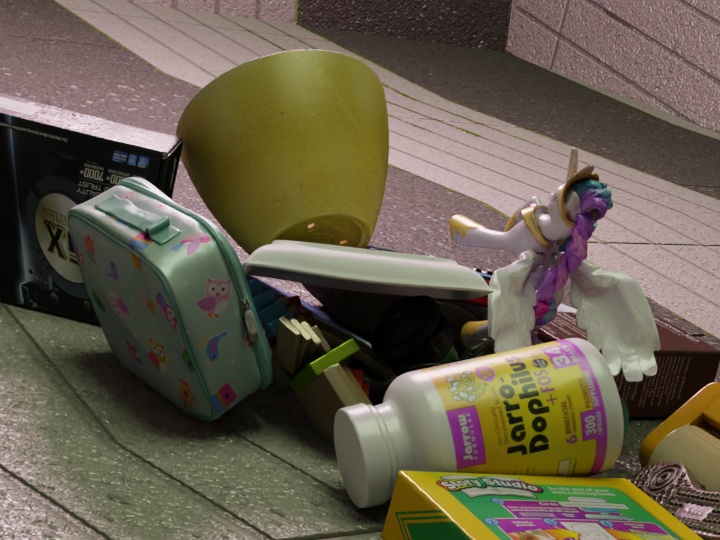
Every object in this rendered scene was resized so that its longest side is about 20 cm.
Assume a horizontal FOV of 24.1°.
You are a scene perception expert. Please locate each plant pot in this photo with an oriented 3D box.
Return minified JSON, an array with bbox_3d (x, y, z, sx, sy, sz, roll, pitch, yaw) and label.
[{"bbox_3d":[-0.056,-0.080,1.520,0.198,0.200,0.143,4,53,-32],"label":"plant pot"}]

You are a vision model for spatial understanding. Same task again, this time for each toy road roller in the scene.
[{"bbox_3d":[0.339,0.165,1.377,0.199,0.147,0.123,-34,35,-17],"label":"toy road roller"}]

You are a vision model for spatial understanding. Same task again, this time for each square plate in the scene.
[{"bbox_3d":[0.000,0.000,1.397,0.198,0.029,0.198,6,-3,-5],"label":"square plate"}]

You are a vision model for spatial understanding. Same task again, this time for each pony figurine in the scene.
[{"bbox_3d":[0.154,0.010,1.454,0.165,0.195,0.200,1,-14,-26],"label":"pony figurine"}]

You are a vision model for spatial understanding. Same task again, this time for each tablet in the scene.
[{"bbox_3d":[-0.065,0.031,1.528,0.199,0.014,0.130,28,1,-34],"label":"tablet"}]

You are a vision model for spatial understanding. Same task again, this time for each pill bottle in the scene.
[{"bbox_3d":[0.085,0.118,1.239,0.198,0.105,0.104,-11,22,-17],"label":"pill bottle"}]

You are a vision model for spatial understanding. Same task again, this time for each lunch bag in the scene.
[{"bbox_3d":[-0.149,0.017,1.317,0.077,0.162,0.199,-27,31,-26],"label":"lunch bag"}]

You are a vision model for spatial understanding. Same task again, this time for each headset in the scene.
[{"bbox_3d":[0.073,0.073,1.387,0.124,0.094,0.200,53,7,0],"label":"headset"}]

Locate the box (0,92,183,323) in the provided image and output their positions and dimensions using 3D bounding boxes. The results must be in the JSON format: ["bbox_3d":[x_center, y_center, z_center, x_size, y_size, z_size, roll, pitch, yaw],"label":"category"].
[{"bbox_3d":[-0.272,-0.056,1.488,0.198,0.165,0.086,14,14,0],"label":"box"}]

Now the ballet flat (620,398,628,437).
[{"bbox_3d":[0.152,0.132,1.388,0.069,0.070,0.199,23,17,31],"label":"ballet flat"}]

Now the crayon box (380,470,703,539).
[{"bbox_3d":[0.140,0.198,1.136,0.198,0.059,0.172,6,15,-28],"label":"crayon box"}]

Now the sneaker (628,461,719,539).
[{"bbox_3d":[0.250,0.199,1.245,0.076,0.070,0.200,54,-11,-13],"label":"sneaker"}]

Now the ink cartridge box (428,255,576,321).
[{"bbox_3d":[0.130,0.035,1.761,0.198,0.041,0.199,21,16,27],"label":"ink cartridge box"}]

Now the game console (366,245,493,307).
[{"bbox_3d":[0.059,-0.002,1.624,0.198,0.031,0.177,12,7,-31],"label":"game console"}]

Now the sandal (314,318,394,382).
[{"bbox_3d":[-0.068,0.064,1.440,0.198,0.054,0.080,19,-9,1],"label":"sandal"}]

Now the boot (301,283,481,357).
[{"bbox_3d":[0.034,0.042,1.624,0.185,0.065,0.200,28,-1,-14],"label":"boot"}]

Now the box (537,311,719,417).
[{"bbox_3d":[0.234,0.089,1.596,0.199,0.076,0.100,5,17,-36],"label":"box"}]

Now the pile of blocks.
[{"bbox_3d":[-0.050,0.048,1.345,0.062,0.083,0.200,-30,59,-32],"label":"pile of blocks"}]
